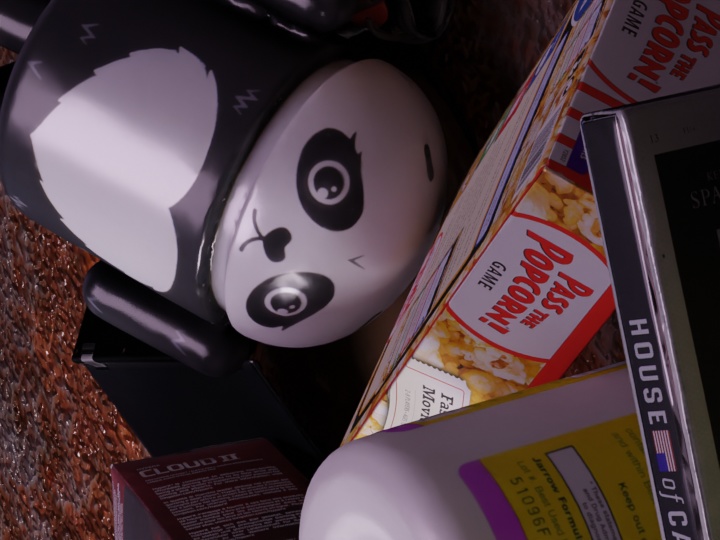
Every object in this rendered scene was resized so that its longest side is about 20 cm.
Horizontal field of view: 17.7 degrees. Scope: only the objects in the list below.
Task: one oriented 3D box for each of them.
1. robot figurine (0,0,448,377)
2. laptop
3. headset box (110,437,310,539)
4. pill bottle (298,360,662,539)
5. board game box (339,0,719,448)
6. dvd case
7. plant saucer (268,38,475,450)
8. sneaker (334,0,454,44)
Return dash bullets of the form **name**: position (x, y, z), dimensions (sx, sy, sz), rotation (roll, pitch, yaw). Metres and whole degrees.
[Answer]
- **robot figurine**: position (-0.062, -0.051, 0.906), dimensions (0.199, 0.125, 0.151), rotation (28, 157, 19)
- **laptop**: position (-0.042, 0.030, 1.060), dimensions (0.187, 0.115, 0.202), rotation (-4, 69, 61)
- **headset box**: position (-0.041, 0.167, 0.927), dimensions (0.200, 0.074, 0.150), rotation (-142, 48, -61)
- **pill bottle**: position (0.088, 0.080, 0.709), dimensions (0.104, 0.199, 0.105), rotation (33, 129, 52)
- **board game box**: position (0.062, -0.021, 0.778), dimensions (0.046, 0.152, 0.200), rotation (28, 143, -3)
- **dvd case**: position (0.142, 0.042, 0.650), dimensions (0.025, 0.149, 0.202), rotation (-7, 96, 57)
- **plant saucer**: position (0.000, 0.000, 1.012), dimensions (0.200, 0.029, 0.202), rotation (32, 128, 53)
- **sneaker**: position (-0.004, -0.117, 0.928), dimensions (0.082, 0.077, 0.200), rotation (62, 149, 12)
